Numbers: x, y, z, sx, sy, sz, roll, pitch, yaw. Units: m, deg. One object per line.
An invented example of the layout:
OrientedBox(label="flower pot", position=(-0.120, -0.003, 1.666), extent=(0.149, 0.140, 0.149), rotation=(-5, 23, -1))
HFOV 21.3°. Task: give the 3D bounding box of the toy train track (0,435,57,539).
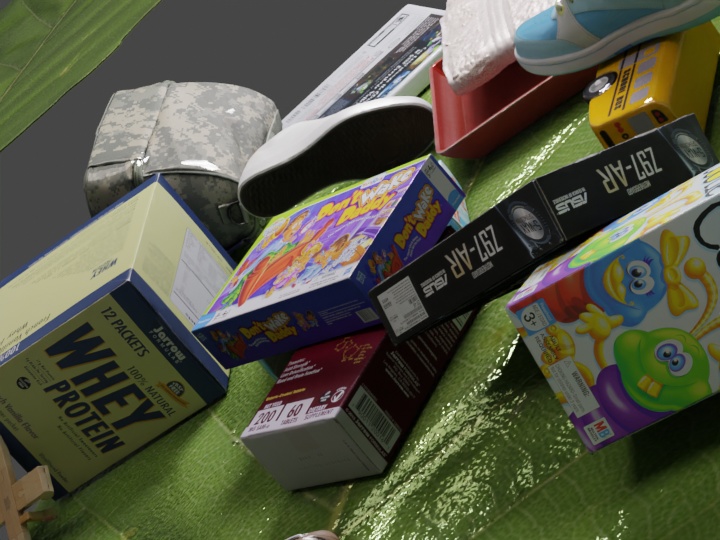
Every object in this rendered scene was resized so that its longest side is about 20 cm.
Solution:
OrientedBox(label="toy train track", position=(-0.311, 0.214, 1.646), extent=(0.032, 0.116, 0.200), rotation=(-1, -24, -42))

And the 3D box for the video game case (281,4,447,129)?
OrientedBox(label="video game case", position=(0.016, -0.188, 1.910), extent=(0.200, 0.023, 0.182), rotation=(-43, 22, -8))

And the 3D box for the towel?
OrientedBox(label="towel", position=(0.132, -0.236, 1.700), extent=(0.132, 0.035, 0.201), rotation=(-34, 23, 18))

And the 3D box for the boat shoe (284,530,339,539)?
OrientedBox(label="boat shoe", position=(-0.083, 0.236, 1.229), extent=(0.199, 0.072, 0.072), rotation=(-34, 7, 21))

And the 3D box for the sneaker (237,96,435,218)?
OrientedBox(label="sneaker", position=(-0.022, -0.122, 1.745), extent=(0.198, 0.073, 0.085), rotation=(-20, 31, 15))

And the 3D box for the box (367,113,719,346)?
OrientedBox(label="box", position=(0.119, -0.026, 1.265), extent=(0.159, 0.044, 0.200), rotation=(-23, -8, -39))

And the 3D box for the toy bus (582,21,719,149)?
OrientedBox(label="toy bus", position=(0.222, -0.147, 1.441), extent=(0.078, 0.065, 0.201), rotation=(-25, 27, 32))

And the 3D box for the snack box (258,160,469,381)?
OrientedBox(label="snack box", position=(0.000, 0.000, 1.562), extent=(0.199, 0.037, 0.116), rotation=(-35, 23, 13))

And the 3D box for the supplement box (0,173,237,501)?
OrientedBox(label="supplement box", position=(-0.223, 0.056, 1.688), extent=(0.199, 0.134, 0.200), rotation=(-33, 23, 18))

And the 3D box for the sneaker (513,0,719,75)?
OrientedBox(label="sneaker", position=(0.174, -0.228, 1.411), extent=(0.199, 0.131, 0.080), rotation=(-19, 31, 37))

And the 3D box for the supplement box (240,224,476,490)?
OrientedBox(label="supplement box", position=(0.007, 0.063, 1.403), extent=(0.108, 0.061, 0.201), rotation=(-17, 31, 45))

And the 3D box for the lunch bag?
OrientedBox(label="lunch bag", position=(-0.165, -0.094, 1.874), extent=(0.166, 0.140, 0.201), rotation=(-10, 32, 14))

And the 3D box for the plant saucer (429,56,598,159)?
OrientedBox(label="plant saucer", position=(0.152, -0.183, 1.662), extent=(0.199, 0.037, 0.200), rotation=(-34, 22, 16))

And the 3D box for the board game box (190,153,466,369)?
OrientedBox(label="board game box", position=(-0.026, -0.004, 1.444), extent=(0.199, 0.045, 0.135), rotation=(-19, 29, 48))

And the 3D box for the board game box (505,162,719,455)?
OrientedBox(label="board game box", position=(0.201, 0.005, 1.105), extent=(0.199, 0.104, 0.105), rotation=(-29, 5, 24))
